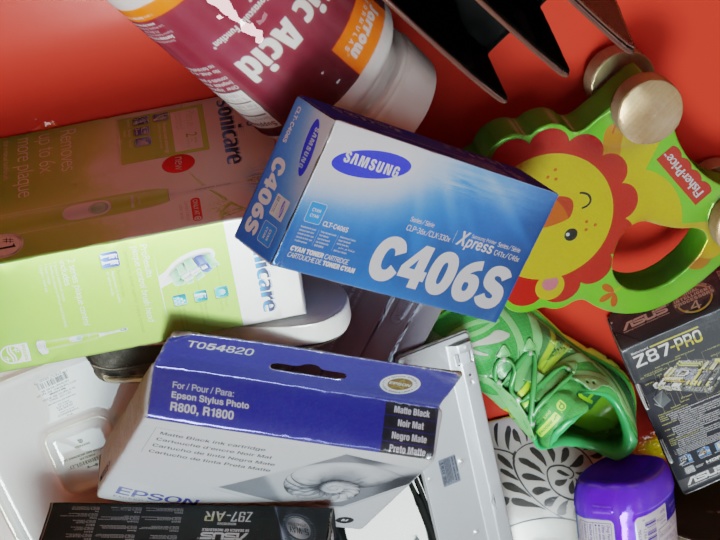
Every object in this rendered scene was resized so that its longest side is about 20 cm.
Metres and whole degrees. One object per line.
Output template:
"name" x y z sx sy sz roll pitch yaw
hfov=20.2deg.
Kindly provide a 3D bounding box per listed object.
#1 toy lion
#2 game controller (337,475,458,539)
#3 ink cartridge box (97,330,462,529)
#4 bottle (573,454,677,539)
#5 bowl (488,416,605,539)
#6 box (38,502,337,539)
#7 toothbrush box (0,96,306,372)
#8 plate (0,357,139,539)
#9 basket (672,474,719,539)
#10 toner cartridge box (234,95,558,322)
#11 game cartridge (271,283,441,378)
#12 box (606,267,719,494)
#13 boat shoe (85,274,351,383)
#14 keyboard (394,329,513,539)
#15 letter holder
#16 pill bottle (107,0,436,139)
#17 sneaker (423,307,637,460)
"toy lion" 0.154 -0.040 1.363 0.192 0.069 0.200 -42 123 9
"game controller" 0.013 0.134 1.458 0.104 0.042 0.201 -20 105 8
"ink cartridge box" -0.056 0.111 1.326 0.198 0.041 0.200 9 150 -16
"bottle" 0.200 0.238 1.479 0.065 0.083 0.201 1 105 31
"bowl" 0.126 0.215 1.541 0.199 0.094 0.202 -5 125 -7
"box" -0.112 0.235 1.399 0.198 0.044 0.161 1 125 6
"toothbrush box" -0.144 -0.028 1.283 0.199 0.146 0.087 -10 126 -3
"plate" -0.191 0.122 1.418 0.198 0.032 0.201 -21 109 6
"basket" 0.273 0.266 1.575 0.135 0.181 0.201 3 116 9
"toner cartridge box" 0.026 -0.034 1.234 0.199 0.043 0.095 14 105 -43
"game cartridge" 0.000 0.000 1.368 0.129 0.038 0.201 25 100 -23
"box" 0.300 0.064 1.493 0.199 0.049 0.162 -24 128 7
"boat shoe" -0.093 0.042 1.317 0.199 0.071 0.064 -1 121 26
"keyboard" 0.069 0.138 1.428 0.056 0.011 0.201 -18 116 -9
"letter holder" 0.058 -0.187 1.208 0.100 0.142 0.200 -40 123 18
"pill bottle" -0.053 -0.151 1.230 0.114 0.114 0.200 -40 123 18
"sneaker" 0.126 0.077 1.446 0.199 0.084 0.074 24 116 -26
